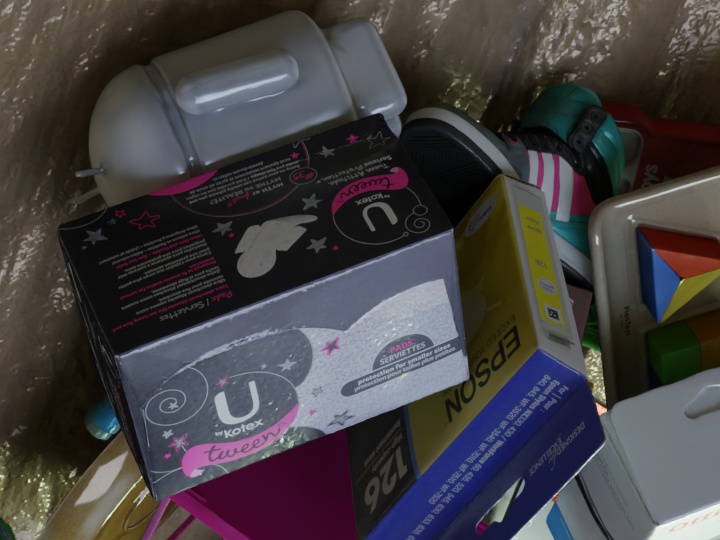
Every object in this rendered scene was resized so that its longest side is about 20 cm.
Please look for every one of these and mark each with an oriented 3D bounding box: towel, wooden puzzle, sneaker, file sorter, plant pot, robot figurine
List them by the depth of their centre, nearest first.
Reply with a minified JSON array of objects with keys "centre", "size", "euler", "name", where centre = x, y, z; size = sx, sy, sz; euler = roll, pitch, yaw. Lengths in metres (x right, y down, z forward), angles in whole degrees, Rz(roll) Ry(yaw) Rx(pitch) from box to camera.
[{"centre":[-0.075,-0.082,1.394],"size":[0.200,0.113,0.170],"euler":[-21,159,-10],"name":"robot figurine"},{"centre":[-0.086,0.023,1.481],"size":[0.200,0.147,0.022],"euler":[-42,93,11],"name":"towel"},{"centre":[0.105,-0.076,1.498],"size":[0.083,0.121,0.200],"euler":[-3,147,37],"name":"sneaker"},{"centre":[0.247,0.013,1.521],"size":[0.200,0.046,0.186],"euler":[-19,128,-12],"name":"wooden puzzle"},{"centre":[-0.034,0.194,1.522],"size":[0.139,0.200,0.126],"euler":[-44,166,-52],"name":"file sorter"},{"centre":[-0.140,0.138,1.536],"size":[0.200,0.027,0.200],"euler":[-47,168,-13],"name":"plant pot"}]

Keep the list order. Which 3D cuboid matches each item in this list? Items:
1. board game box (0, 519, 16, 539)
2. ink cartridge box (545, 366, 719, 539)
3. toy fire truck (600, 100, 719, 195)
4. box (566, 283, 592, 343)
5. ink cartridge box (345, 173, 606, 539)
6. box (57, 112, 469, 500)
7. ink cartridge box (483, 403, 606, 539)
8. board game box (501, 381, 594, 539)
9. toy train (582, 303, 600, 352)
[{"centre":[-0.278,0.186,1.497],"size":[0.040,0.153,0.200],"euler":[-40,136,8],"name":"board game box"},{"centre":[0.215,0.138,1.529],"size":[0.144,0.084,0.200],"euler":[-20,159,-14],"name":"ink cartridge box"},{"centre":[0.210,-0.021,1.622],"size":[0.168,0.112,0.200],"euler":[8,127,-4],"name":"toy fire truck"},{"centre":[0.087,0.077,1.561],"size":[0.075,0.100,0.200],"euler":[16,160,-3],"name":"box"},{"centre":[0.058,0.079,1.407],"size":[0.047,0.200,0.198],"euler":[22,128,-24],"name":"ink cartridge box"},{"centre":[-0.052,0.022,1.336],"size":[0.200,0.115,0.132],"euler":[-20,136,-10],"name":"box"},{"centre":[0.130,0.191,1.795],"size":[0.200,0.057,0.162],"euler":[-41,135,17],"name":"ink cartridge box"},{"centre":[0.111,0.179,1.652],"size":[0.026,0.200,0.200],"euler":[22,102,4],"name":"board game box"},{"centre":[0.132,0.021,1.585],"size":[0.200,0.042,0.056],"euler":[23,136,-4],"name":"toy train"}]
